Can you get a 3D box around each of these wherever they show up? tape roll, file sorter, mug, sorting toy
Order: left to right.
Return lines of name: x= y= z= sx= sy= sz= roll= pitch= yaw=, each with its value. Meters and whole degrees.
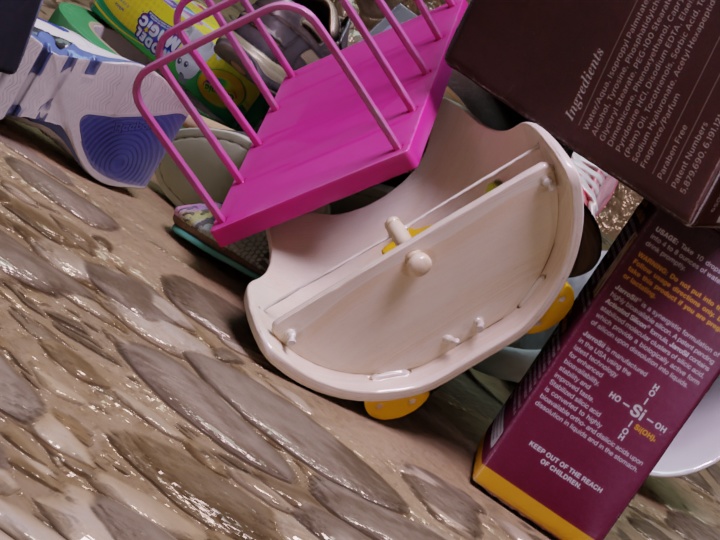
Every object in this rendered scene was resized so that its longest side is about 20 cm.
tape roll: x=-0.151 y=-0.123 z=1.662 sx=0.200 sy=0.048 sz=0.200 roll=34 pitch=8 yaw=-6
file sorter: x=-0.036 y=-0.137 z=1.365 sx=0.126 sy=0.139 sz=0.200 roll=57 pitch=28 yaw=-23
sorting toy: x=0.024 y=-0.026 z=1.321 sx=0.107 sy=0.200 sz=0.180 roll=58 pitch=3 yaw=-41
mug: x=0.172 y=0.058 z=1.652 sx=0.200 sy=0.148 sz=0.175 roll=-2 pitch=14 yaw=-21

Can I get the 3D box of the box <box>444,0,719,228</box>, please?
box: x=0.194 y=-0.140 z=1.298 sx=0.200 sy=0.164 sz=0.166 roll=38 pitch=23 yaw=32

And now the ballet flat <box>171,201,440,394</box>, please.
ballet flat: x=-0.021 y=0.000 z=1.403 sx=0.200 sy=0.071 sz=0.069 roll=35 pitch=8 yaw=4

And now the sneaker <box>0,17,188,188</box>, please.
sneaker: x=-0.205 y=-0.131 z=1.390 sx=0.199 sy=0.081 sz=0.115 roll=24 pitch=16 yaw=-44

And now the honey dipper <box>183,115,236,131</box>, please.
honey dipper: x=-0.141 y=-0.115 z=1.536 sx=0.200 sy=0.038 sz=0.038 roll=23 pitch=5 yaw=15

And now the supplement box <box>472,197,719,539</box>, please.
supplement box: x=0.157 y=0.056 z=1.331 sx=0.086 sy=0.200 sz=0.110 roll=34 pitch=9 yaw=0

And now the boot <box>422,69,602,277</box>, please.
boot: x=0.109 y=-0.079 z=1.449 sx=0.200 sy=0.072 sz=0.166 roll=36 pitch=35 yaw=24

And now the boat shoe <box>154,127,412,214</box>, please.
boat shoe: x=-0.040 y=-0.051 z=1.467 sx=0.201 sy=0.072 sz=0.061 roll=19 pitch=24 yaw=24

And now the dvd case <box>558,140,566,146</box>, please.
dvd case: x=0.164 y=-0.095 z=1.436 sx=0.148 sy=0.016 sz=0.200 roll=18 pitch=16 yaw=-20

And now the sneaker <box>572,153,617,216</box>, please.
sneaker: x=0.165 y=-0.067 z=1.757 sx=0.075 sy=0.200 sz=0.105 roll=41 pitch=-27 yaw=-5

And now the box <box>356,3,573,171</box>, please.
box: x=0.049 y=-0.065 z=1.625 sx=0.164 sy=0.086 sz=0.200 roll=37 pitch=-30 yaw=13

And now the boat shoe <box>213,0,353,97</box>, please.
boat shoe: x=-0.034 y=-0.160 z=1.610 sx=0.074 sy=0.073 sz=0.200 roll=39 pitch=11 yaw=12

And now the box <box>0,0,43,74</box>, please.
box: x=-0.292 y=-0.210 z=1.222 sx=0.200 sy=0.118 sz=0.197 roll=8 pitch=24 yaw=-39

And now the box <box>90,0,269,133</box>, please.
box: x=-0.117 y=-0.163 z=1.691 sx=0.200 sy=0.048 sz=0.117 roll=43 pitch=12 yaw=30
